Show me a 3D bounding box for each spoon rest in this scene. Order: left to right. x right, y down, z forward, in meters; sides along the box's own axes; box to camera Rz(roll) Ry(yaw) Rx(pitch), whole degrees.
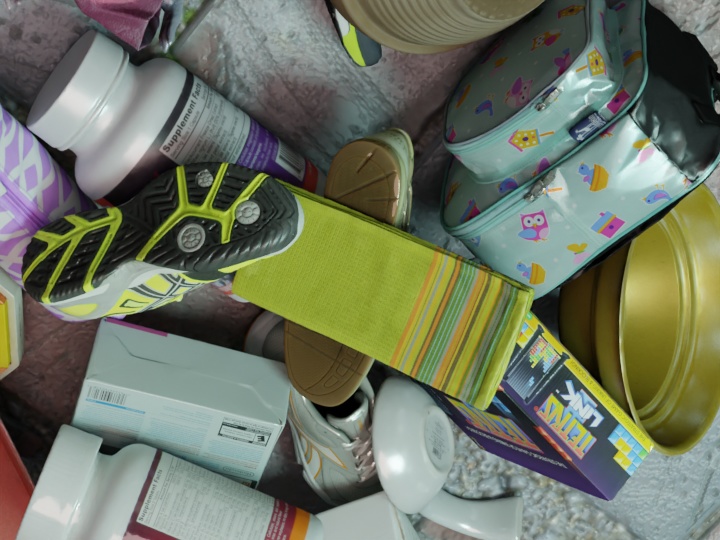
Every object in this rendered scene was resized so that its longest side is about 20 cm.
[{"bbox_3d":[0.056,0.154,1.504,0.060,0.100,0.200,-12,143,28],"label":"spoon rest"}]

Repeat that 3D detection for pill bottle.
[{"bbox_3d":[-0.134,0.188,1.380,0.198,0.110,0.110,23,113,-5],"label":"pill bottle"},{"bbox_3d":[-0.128,-0.076,1.371,0.199,0.112,0.112,36,109,-19],"label":"pill bottle"}]

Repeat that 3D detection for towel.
[{"bbox_3d":[0.012,0.014,1.302,0.198,0.018,0.087,24,96,18],"label":"towel"}]

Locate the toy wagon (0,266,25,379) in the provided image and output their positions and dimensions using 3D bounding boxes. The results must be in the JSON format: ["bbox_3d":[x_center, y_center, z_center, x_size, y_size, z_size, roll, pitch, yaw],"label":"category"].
[{"bbox_3d":[-0.345,0.031,1.432,0.198,0.040,0.156,4,125,1],"label":"toy wagon"}]

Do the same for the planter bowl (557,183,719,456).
[{"bbox_3d":[0.199,0.032,1.441,0.083,0.200,0.202,2,123,34],"label":"planter bowl"}]

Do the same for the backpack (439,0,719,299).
[{"bbox_3d":[0.138,-0.086,1.353,0.153,0.176,0.200,34,118,-16],"label":"backpack"}]

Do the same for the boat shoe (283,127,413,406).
[{"bbox_3d":[0.000,0.000,1.364,0.073,0.063,0.202,24,115,15],"label":"boat shoe"}]

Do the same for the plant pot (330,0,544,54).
[{"bbox_3d":[0.075,-0.224,1.281,0.199,0.093,0.203,-19,128,-25],"label":"plant pot"}]

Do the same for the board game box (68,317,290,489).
[{"bbox_3d":[-0.147,0.134,1.458,0.146,0.065,0.201,15,136,-9],"label":"board game box"}]

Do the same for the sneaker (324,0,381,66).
[{"bbox_3d":[0.013,-0.233,1.331,0.080,0.074,0.202,-3,118,-7],"label":"sneaker"}]

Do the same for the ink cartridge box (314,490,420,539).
[{"bbox_3d":[-0.005,0.270,1.526,0.145,0.085,0.201,-20,140,6],"label":"ink cartridge box"}]

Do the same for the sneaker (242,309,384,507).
[{"bbox_3d":[-0.013,0.120,1.477,0.076,0.092,0.201,-42,117,-16],"label":"sneaker"}]

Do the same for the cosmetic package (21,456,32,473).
[{"bbox_3d":[-0.366,0.204,1.525,0.150,0.052,0.201,27,111,-13],"label":"cosmetic package"}]

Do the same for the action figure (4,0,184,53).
[{"bbox_3d":[-0.201,-0.223,1.282,0.198,0.134,0.150,22,107,-14],"label":"action figure"}]

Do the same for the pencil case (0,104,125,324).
[{"bbox_3d":[-0.232,-0.043,1.362,0.084,0.085,0.200,-54,139,-12],"label":"pencil case"}]

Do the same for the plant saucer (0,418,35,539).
[{"bbox_3d":[-0.335,0.164,1.456,0.198,0.037,0.201,-19,114,9],"label":"plant saucer"}]

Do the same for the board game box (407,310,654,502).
[{"bbox_3d":[0.095,0.077,1.416,0.057,0.200,0.165,-48,111,-12],"label":"board game box"}]

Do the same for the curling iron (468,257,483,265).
[{"bbox_3d":[0.014,0.008,1.401,0.026,0.199,0.050,-41,112,-34],"label":"curling iron"}]

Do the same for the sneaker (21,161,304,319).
[{"bbox_3d":[-0.125,-0.017,1.313,0.198,0.076,0.076,-12,156,20],"label":"sneaker"}]
